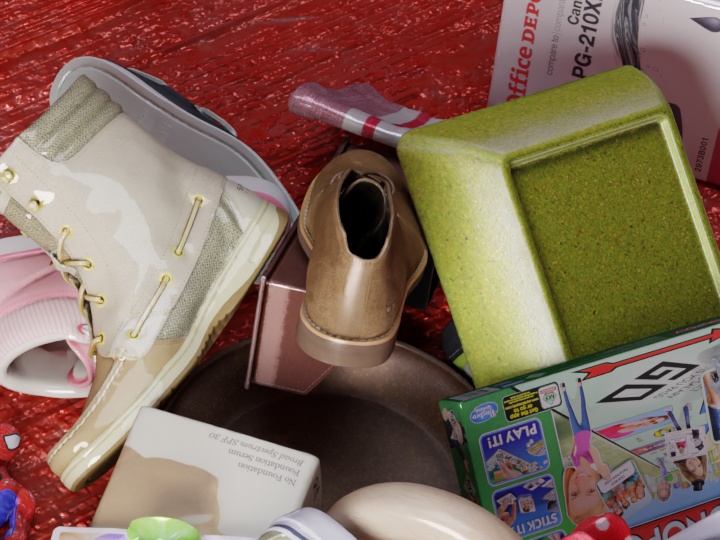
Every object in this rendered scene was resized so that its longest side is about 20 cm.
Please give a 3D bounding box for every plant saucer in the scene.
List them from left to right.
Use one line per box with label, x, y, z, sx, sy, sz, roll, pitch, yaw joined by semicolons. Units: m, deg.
plant saucer;-0.017;0.115;1.399;0.200;0.037;0.201;3;45;-3
plant saucer;0.135;-0.009;1.429;0.200;0.048;0.200;-19;90;-38

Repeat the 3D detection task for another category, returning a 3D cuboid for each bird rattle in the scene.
bird rattle;0.048;0.171;1.234;0.163;0.200;0.113;35;51;-5

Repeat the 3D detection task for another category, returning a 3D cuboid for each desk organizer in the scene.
desk organizer;0.000;0.000;1.449;0.077;0.072;0.200;14;28;8

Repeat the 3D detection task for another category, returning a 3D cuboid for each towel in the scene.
towel;0.066;-0.078;1.557;0.199;0.023;0.144;19;9;12

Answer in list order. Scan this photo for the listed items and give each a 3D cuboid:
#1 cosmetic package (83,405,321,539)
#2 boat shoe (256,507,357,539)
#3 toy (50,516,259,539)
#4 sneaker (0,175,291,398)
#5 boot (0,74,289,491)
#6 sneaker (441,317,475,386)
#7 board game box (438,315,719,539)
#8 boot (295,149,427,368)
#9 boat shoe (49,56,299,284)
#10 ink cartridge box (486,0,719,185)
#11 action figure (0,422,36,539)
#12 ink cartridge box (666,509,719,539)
cosmetic package;-0.098;0.179;1.268;0.105;0.071;0.200;14;59;9
boat shoe;0.015;0.198;1.179;0.200;0.072;0.062;41;54;20
toy;-0.108;0.205;1.179;0.115;0.047;0.200;2;56;7
sneaker;-0.128;0.017;1.451;0.200;0.075;0.105;-15;46;-4
boot;-0.150;0.005;1.366;0.154;0.072;0.200;36;67;-4
sneaker;0.132;0.028;1.499;0.200;0.072;0.083;-32;80;-31
board game box;0.150;0.109;1.367;0.199;0.135;0.029;-16;6;-21
boot;0.005;-0.028;1.351;0.073;0.076;0.200;9;27;-3
boat shoe;-0.101;-0.065;1.548;0.200;0.076;0.060;43;15;14
ink cartridge box;0.190;-0.147;1.610;0.199;0.145;0.084;17;45;10
action figure;-0.214;0.157;1.328;0.065;0.052;0.200;8;42;6
ink cartridge box;0.284;0.188;1.329;0.200;0.043;0.198;-24;65;-29
